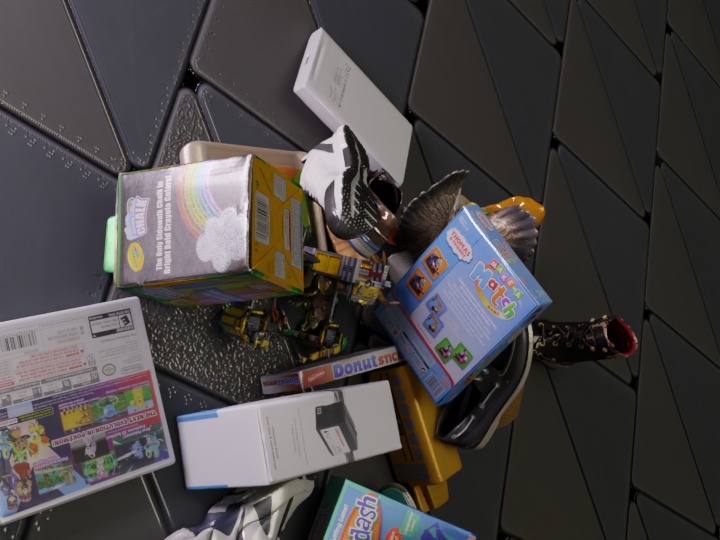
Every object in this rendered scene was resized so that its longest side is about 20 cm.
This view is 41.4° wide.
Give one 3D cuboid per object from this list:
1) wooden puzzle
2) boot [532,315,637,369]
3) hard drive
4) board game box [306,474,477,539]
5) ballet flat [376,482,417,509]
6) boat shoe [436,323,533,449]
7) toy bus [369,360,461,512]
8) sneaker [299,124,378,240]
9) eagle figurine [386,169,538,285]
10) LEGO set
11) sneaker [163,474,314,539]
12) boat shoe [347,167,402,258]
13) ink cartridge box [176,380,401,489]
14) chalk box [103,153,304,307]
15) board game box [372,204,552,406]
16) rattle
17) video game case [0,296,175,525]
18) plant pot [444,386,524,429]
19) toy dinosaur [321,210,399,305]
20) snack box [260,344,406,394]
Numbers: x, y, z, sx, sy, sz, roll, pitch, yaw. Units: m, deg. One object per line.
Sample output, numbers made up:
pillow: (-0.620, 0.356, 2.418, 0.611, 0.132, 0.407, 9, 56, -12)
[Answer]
wooden puzzle: (-0.118, -0.061, 1.149, 0.200, 0.037, 0.185, -3, 82, -46)
boot: (0.320, 0.103, 1.478, 0.200, 0.150, 0.073, 27, 62, -39)
hard drive: (-0.005, -0.219, 1.295, 0.200, 0.026, 0.132, 43, 39, -31)
board game box: (0.028, 0.352, 1.135, 0.200, 0.045, 0.152, 27, 74, -21)
ballet flat: (0.058, 0.366, 1.217, 0.064, 0.067, 0.200, -7, 85, -74)
boat shoe: (0.152, 0.138, 1.184, 0.063, 0.073, 0.200, 9, 116, -27)
toy bus: (0.075, 0.215, 1.248, 0.065, 0.078, 0.200, -22, 96, -46)
sneaker: (-0.030, -0.093, 1.138, 0.074, 0.080, 0.200, 52, 19, -30)
eagle figurine: (0.113, -0.055, 1.228, 0.152, 0.200, 0.151, -19, 99, -15)
LEGO set: (-0.053, 0.034, 1.101, 0.200, 0.116, 0.154, 25, 81, -48)
sneaker: (-0.114, 0.311, 1.029, 0.199, 0.079, 0.130, -29, 102, -46)
boat shoe: (0.017, -0.089, 1.213, 0.072, 0.072, 0.200, 45, 18, -30)
ink cartridge box: (-0.077, 0.180, 1.052, 0.200, 0.145, 0.084, -3, 81, -46)
chalk box: (-0.173, -0.034, 0.985, 0.124, 0.200, 0.125, 28, 59, -65)
board game box: (0.116, 0.044, 1.146, 0.037, 0.200, 0.151, -9, 56, -47)
rattle: (0.149, -0.053, 1.356, 0.200, 0.143, 0.130, 4, 95, -51)
video game case: (-0.286, 0.131, 0.938, 0.200, 0.023, 0.183, -12, 88, -48)
plant pot: (0.157, 0.112, 1.306, 0.186, 0.186, 0.200, -36, 120, -45)
toy dinosaur: (0.000, 0.000, 1.216, 0.200, 0.060, 0.106, 54, 13, 30)
snack box: (-0.025, 0.119, 1.174, 0.200, 0.072, 0.024, -9, 88, -47)
